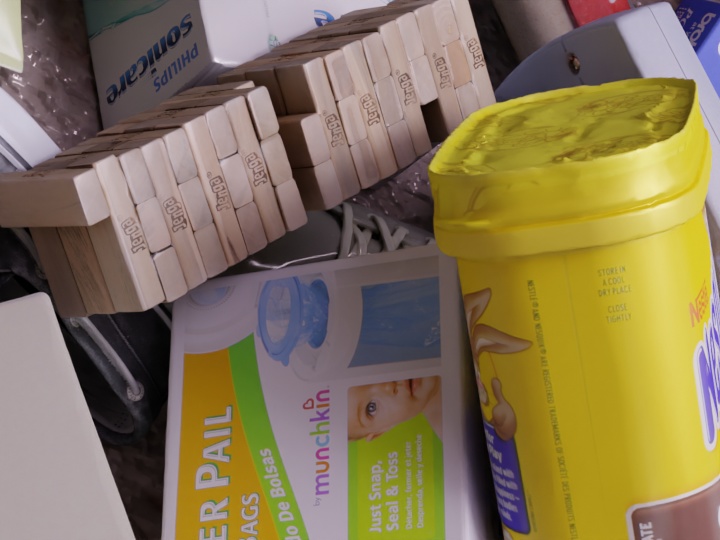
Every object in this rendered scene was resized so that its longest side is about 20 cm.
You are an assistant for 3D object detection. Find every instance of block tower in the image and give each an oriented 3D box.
[{"bbox_3d":[-0.036,-0.044,0.727,0.200,0.054,0.058,-29,108,-40],"label":"block tower"}]

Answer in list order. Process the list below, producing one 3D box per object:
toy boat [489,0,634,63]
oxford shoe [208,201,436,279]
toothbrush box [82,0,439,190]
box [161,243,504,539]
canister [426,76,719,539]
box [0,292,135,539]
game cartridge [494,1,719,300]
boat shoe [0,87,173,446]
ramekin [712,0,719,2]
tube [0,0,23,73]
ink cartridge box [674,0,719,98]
[{"bbox_3d":[0.106,-0.181,0.927,0.131,0.131,0.200,-106,170,-58],"label":"toy boat"},{"bbox_3d":[0.000,0.000,0.832,0.200,0.058,0.075,25,53,-24],"label":"oxford shoe"},{"bbox_3d":[-0.042,-0.146,0.863,0.146,0.085,0.200,4,62,-39],"label":"toothbrush box"},{"bbox_3d":[-0.003,0.106,0.701,0.101,0.112,0.200,60,25,-55],"label":"box"},{"bbox_3d":[0.087,0.046,0.690,0.149,0.086,0.200,-53,134,-71],"label":"canister"},{"bbox_3d":[-0.104,0.110,0.618,0.082,0.068,0.200,-15,56,-13],"label":"box"},{"bbox_3d":[0.099,-0.025,0.830,0.040,0.200,0.133,-24,80,-24],"label":"game cartridge"},{"bbox_3d":[-0.141,-0.012,0.712,0.199,0.074,0.068,48,48,-29],"label":"boat shoe"},{"bbox_3d":[0.244,-0.117,1.013,0.105,0.200,0.200,21,52,-17],"label":"ramekin"},{"bbox_3d":[-0.163,-0.176,0.811,0.058,0.052,0.200,-2,64,5],"label":"tube"},{"bbox_3d":[0.200,-0.029,0.907,0.200,0.044,0.094,33,91,-22],"label":"ink cartridge box"}]
